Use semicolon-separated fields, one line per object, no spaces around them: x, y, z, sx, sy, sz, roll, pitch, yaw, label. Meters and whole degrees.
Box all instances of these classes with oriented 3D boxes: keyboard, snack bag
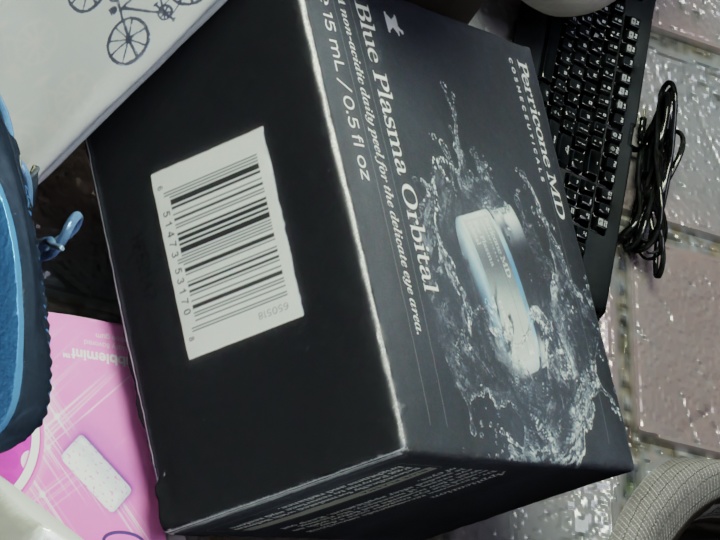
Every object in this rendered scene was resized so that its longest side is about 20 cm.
0.120;-0.076;1.265;0.104;0.040;0.201;25;59;-24;keyboard
-0.126;-0.157;1.013;0.200;0.188;0.021;51;11;21;snack bag

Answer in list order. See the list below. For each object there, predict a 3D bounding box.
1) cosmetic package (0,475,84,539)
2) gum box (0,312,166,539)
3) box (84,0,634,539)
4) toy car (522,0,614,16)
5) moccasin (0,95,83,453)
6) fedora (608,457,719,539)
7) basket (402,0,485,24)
-0.117;0.198;0.858;0.166;0.167;0.200;40;83;-14;cosmetic package
-0.174;0.071;0.978;0.199;0.066;0.114;10;64;-31;gum box
0.000;0.000;1.058;0.200;0.117;0.198;11;62;-59;box
0.091;-0.236;1.255;0.199;0.175;0.150;32;17;-14;toy car
-0.141;-0.029;0.950;0.068;0.080;0.201;22;52;-61;moccasin
0.139;0.174;1.066;0.177;0.090;0.200;46;42;-13;fedora
0.023;-0.179;1.080;0.135;0.200;0.182;12;66;-8;basket
